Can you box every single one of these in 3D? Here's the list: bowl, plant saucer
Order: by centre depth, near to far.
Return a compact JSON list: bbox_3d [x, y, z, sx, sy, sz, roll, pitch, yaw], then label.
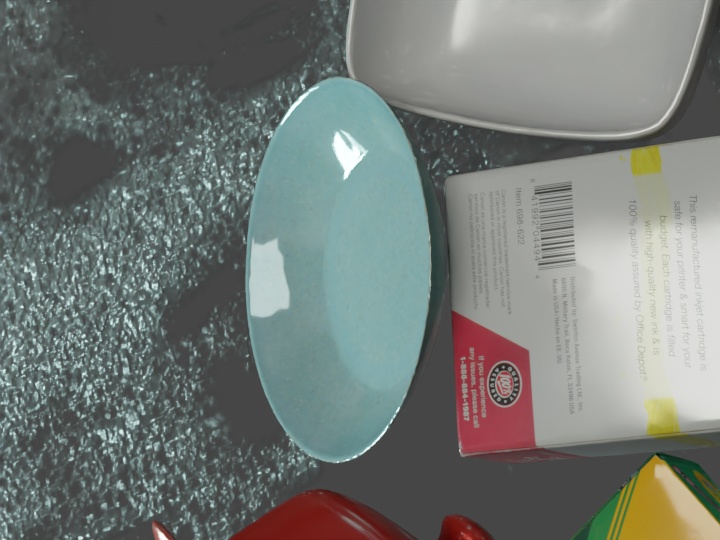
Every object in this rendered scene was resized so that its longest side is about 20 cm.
[{"bbox_3d":[0.104,-0.165,1.335,0.199,0.075,0.201,10,87,27],"label":"bowl"},{"bbox_3d":[0.000,0.000,1.344,0.201,0.038,0.203,-5,84,61],"label":"plant saucer"}]

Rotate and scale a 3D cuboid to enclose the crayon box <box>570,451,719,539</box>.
[{"bbox_3d":[0.167,0.195,1.154,0.119,0.058,0.200,-47,65,13],"label":"crayon box"}]

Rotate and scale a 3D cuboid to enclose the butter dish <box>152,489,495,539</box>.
[{"bbox_3d":[0.012,0.184,1.287,0.148,0.200,0.199,-41,65,-11],"label":"butter dish"}]

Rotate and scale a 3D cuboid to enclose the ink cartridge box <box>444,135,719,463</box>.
[{"bbox_3d":[0.151,0.017,1.280,0.199,0.083,0.146,-7,79,25],"label":"ink cartridge box"}]
